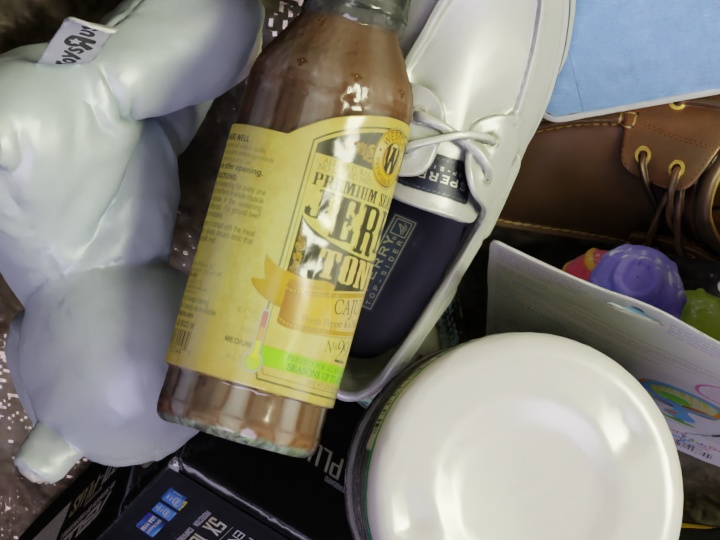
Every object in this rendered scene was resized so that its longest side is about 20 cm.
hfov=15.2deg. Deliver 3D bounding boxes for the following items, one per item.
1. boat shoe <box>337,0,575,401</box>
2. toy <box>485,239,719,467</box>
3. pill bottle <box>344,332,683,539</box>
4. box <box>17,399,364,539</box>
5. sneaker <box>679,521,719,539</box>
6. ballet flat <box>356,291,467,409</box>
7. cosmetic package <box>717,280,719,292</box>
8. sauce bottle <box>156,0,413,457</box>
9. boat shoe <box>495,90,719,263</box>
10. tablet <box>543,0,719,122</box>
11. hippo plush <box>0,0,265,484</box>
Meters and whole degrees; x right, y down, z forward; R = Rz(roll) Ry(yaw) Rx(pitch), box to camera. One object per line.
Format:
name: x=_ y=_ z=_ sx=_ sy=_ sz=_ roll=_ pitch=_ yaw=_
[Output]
boat shoe: x=0.031 y=-0.041 z=1.004 sx=0.073 sy=0.065 sz=0.201 roll=14 pitch=115 yaw=-9
toy: x=0.108 y=0.023 z=1.054 sx=0.114 sy=0.047 sz=0.200 roll=24 pitch=165 yaw=8
pill bottle: x=0.051 y=0.083 z=1.015 sx=0.112 sy=0.200 sz=0.114 roll=0 pitch=87 yaw=-3
box: x=-0.054 y=0.145 z=1.192 sx=0.163 sy=0.086 sz=0.200 roll=34 pitch=131 yaw=-15
sneaker: x=0.215 y=0.124 z=1.159 sx=0.199 sy=0.070 sz=0.091 roll=16 pitch=112 yaw=-1
ballet flat: x=0.000 y=0.000 z=1.101 sx=0.074 sy=0.074 sz=0.201 roll=-5 pitch=125 yaw=14
cosmetic package: x=0.233 y=0.019 z=0.982 sx=0.199 sy=0.102 sz=0.071 roll=-1 pitch=143 yaw=-46
sauce bottle: x=-0.018 y=-0.036 z=0.957 sx=0.064 sy=0.065 sz=0.202 roll=15 pitch=90 yaw=0
boat shoe: x=0.129 y=-0.041 z=1.046 sx=0.198 sy=0.068 sz=0.072 roll=-2 pitch=126 yaw=12
tablet: x=0.103 y=-0.155 z=0.983 sx=0.129 sy=0.014 sz=0.201 roll=-9 pitch=114 yaw=17
hippo plush: x=-0.086 y=-0.015 z=1.021 sx=0.158 sy=0.200 sz=0.162 roll=-25 pitch=96 yaw=-13
